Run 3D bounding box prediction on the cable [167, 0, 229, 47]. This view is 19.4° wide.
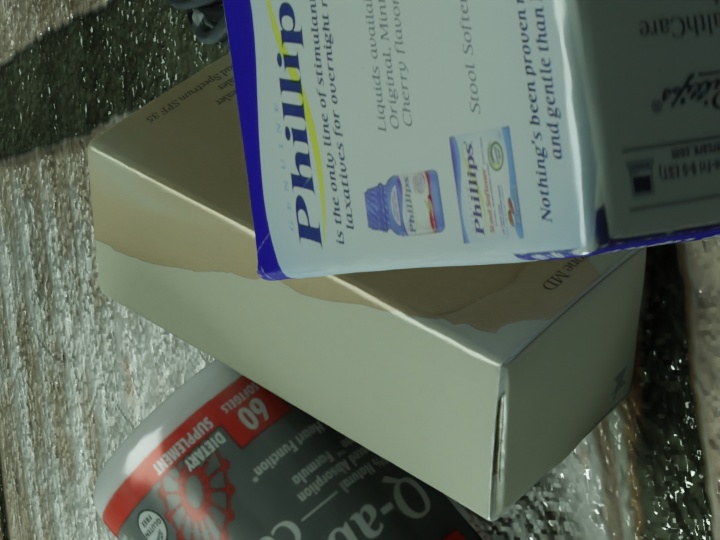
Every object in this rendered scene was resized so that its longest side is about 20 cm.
[{"bbox_3d":[-0.062,-0.189,1.032,0.200,0.051,0.164,3,104,61],"label":"cable"}]

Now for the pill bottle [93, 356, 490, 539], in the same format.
[{"bbox_3d":[-0.004,0.129,0.845,0.200,0.116,0.116,48,144,10],"label":"pill bottle"}]

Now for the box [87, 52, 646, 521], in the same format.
[{"bbox_3d":[0.000,0.000,0.796,0.200,0.095,0.078,27,136,29],"label":"box"}]

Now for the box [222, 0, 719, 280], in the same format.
[{"bbox_3d":[0.083,-0.062,0.605,0.200,0.184,0.105,-3,95,64],"label":"box"}]
